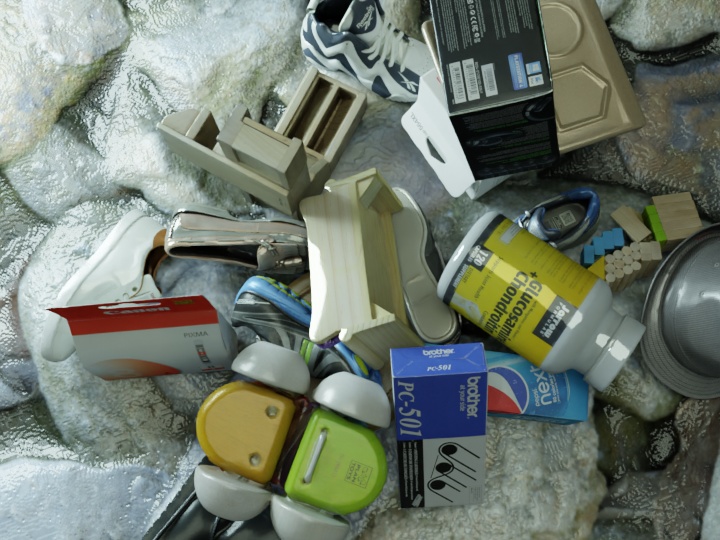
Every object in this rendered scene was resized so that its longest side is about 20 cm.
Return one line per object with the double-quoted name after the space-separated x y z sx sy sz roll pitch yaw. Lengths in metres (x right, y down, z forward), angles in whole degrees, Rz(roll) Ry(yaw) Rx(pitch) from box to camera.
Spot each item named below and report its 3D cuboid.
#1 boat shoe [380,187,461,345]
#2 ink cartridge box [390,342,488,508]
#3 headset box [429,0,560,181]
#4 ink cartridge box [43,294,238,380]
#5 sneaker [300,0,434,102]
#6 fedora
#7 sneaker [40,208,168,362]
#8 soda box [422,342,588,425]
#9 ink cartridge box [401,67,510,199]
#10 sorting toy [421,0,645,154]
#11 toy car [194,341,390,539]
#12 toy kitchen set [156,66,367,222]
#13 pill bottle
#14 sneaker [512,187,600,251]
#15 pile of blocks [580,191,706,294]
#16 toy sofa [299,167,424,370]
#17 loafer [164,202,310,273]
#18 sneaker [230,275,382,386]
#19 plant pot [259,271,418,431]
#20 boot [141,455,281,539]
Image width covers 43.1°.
0.065 0.001 1.047 0.066 0.057 0.201 -23 65 9 "boat shoe"
0.082 0.164 0.942 0.093 0.201 0.044 -3 38 1 "ink cartridge box"
0.127 -0.197 0.855 0.092 0.200 0.176 -10 75 12 "headset box"
-0.221 0.075 0.961 0.161 0.200 0.051 -5 77 1 "ink cartridge box"
0.021 -0.272 1.071 0.198 0.130 0.080 26 80 7 "sneaker"
0.404 0.046 0.980 0.176 0.090 0.201 36 83 -13 "fedora"
-0.282 0.029 1.038 0.084 0.073 0.201 31 78 11 "sneaker"
0.143 0.124 0.994 0.198 0.068 0.065 7 77 -6 "soda box"
0.160 -0.187 1.050 0.199 0.125 0.129 -34 78 -7 "ink cartridge box"
0.183 -0.207 0.975 0.198 0.036 0.187 -17 78 -7 "sorting toy"
-0.065 0.179 0.941 0.199 0.150 0.176 19 84 8 "toy car"
-0.105 -0.181 1.017 0.162 0.200 0.181 27 79 7 "toy kitchen set"
0.187 0.035 0.944 0.199 0.112 0.112 34 80 13 "pill bottle"
0.189 -0.036 1.035 0.199 0.085 0.077 -36 78 -6 "sneaker"
0.301 -0.018 1.044 0.199 0.062 0.082 -31 68 -14 "pile of blocks"
0.000 0.000 0.981 0.097 0.083 0.201 -19 57 19 "toy sofa"
-0.124 -0.023 1.039 0.198 0.072 0.063 12 51 3 "loafer"
-0.058 0.088 1.003 0.199 0.071 0.083 37 100 8 "sneaker"
-0.020 0.088 1.042 0.198 0.028 0.202 0 78 2 "plant pot"
-0.145 0.307 0.972 0.162 0.073 0.199 34 76 9 "boot"
